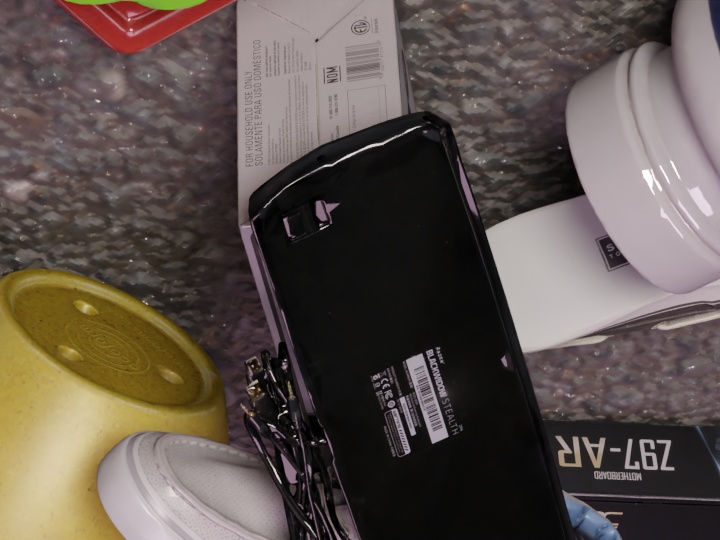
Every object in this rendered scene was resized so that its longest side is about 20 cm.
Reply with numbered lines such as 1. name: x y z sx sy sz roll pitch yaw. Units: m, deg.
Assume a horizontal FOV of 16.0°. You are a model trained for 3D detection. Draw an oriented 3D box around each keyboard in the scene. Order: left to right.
1. keyboard: 0.005 0.043 0.895 0.104 0.040 0.200 -23 117 -10

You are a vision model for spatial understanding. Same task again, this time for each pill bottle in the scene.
1. pill bottle: 0.178 -0.072 0.900 0.200 0.120 0.120 -28 135 29

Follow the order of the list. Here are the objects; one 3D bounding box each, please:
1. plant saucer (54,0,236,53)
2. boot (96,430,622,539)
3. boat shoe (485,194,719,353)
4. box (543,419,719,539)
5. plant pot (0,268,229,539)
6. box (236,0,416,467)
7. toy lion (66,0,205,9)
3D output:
1. plant saucer: -0.064 -0.158 0.845 0.200 0.037 0.200 -25 137 24
2. boot: 0.006 0.088 0.960 0.200 0.074 0.096 26 123 -32
3. boat shoe: 0.132 -0.015 1.020 0.199 0.071 0.064 -14 173 2
4. box: 0.105 0.145 1.227 0.160 0.044 0.200 3 141 -8
5. plant pot: -0.132 0.084 1.046 0.200 0.200 0.142 20 111 -26
6. box: 0.000 0.000 0.982 0.060 0.117 0.200 -8 142 6
7. toy lion: -0.044 -0.149 0.787 0.199 0.069 0.192 -2 148 -2
